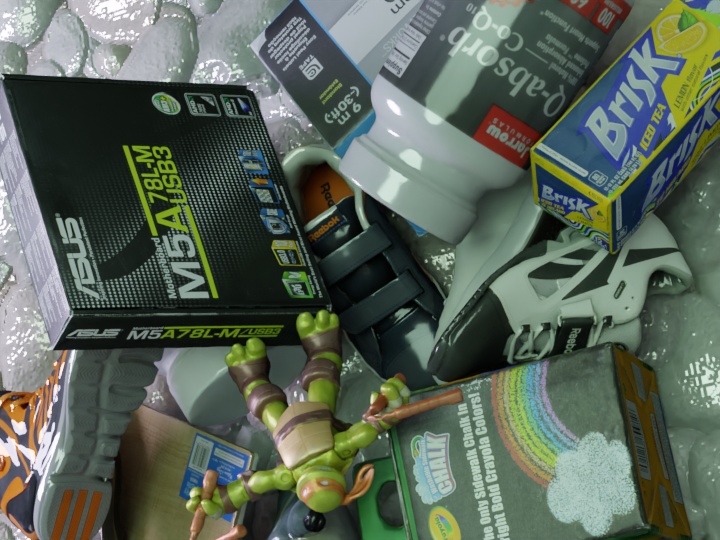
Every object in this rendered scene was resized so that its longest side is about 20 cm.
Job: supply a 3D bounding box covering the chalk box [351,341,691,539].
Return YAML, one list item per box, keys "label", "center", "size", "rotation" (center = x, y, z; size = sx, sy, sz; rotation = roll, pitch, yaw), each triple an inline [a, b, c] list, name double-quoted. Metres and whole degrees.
- label: "chalk box"
  center: [0.095, 0.135, 1.408]
  size: [0.199, 0.124, 0.125]
  rotation: [-15, 75, 18]

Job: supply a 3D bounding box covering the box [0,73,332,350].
- label: "box"
  center: [-0.136, -0.040, 1.454]
  size: [0.048, 0.192, 0.201]
  rotation: [-52, 47, 42]

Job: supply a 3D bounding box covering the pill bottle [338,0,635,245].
- label: "pill bottle"
  center: [0.078, -0.125, 1.394]
  size: [0.116, 0.116, 0.200]
  rotation: [35, 97, 25]

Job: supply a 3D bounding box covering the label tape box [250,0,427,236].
- label: "label tape box"
  center: [0.030, -0.140, 1.502]
  size: [0.143, 0.066, 0.200]
  rotation: [-45, 47, 8]

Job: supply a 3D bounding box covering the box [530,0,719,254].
- label: "box"
  center: [0.197, -0.109, 1.409]
  size: [0.070, 0.064, 0.200]
  rotation: [34, 68, 25]

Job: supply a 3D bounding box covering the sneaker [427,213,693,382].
- label: "sneaker"
  center: [0.135, 0.026, 1.406]
  size: [0.200, 0.074, 0.089]
  rotation: [-33, 72, -24]

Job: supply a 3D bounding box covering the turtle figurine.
- label: "turtle figurine"
  center: [-0.025, 0.097, 1.378]
  size: [0.200, 0.064, 0.162]
  rotation: [-33, 37, 13]

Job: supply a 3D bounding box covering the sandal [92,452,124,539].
- label: "sandal"
  center: [-0.208, 0.168, 1.547]
  size: [0.082, 0.054, 0.201]
  rotation: [-40, 50, 44]

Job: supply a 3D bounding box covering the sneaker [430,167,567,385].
- label: "sneaker"
  center: [0.090, -0.014, 1.483]
  size: [0.084, 0.073, 0.201]
  rotation: [24, 84, 40]

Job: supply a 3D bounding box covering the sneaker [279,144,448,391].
- label: "sneaker"
  center: [0.000, 0.000, 1.507]
  size: [0.078, 0.079, 0.200]
  rotation: [-36, 69, 11]

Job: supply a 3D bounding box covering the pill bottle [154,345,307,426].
- label: "pill bottle"
  center: [-0.125, 0.002, 1.540]
  size: [0.114, 0.114, 0.200]
  rotation: [-37, 67, 12]

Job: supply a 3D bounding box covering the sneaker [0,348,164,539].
- label: "sneaker"
  center: [-0.207, 0.081, 1.483]
  size: [0.112, 0.077, 0.201]
  rotation: [23, 94, 43]

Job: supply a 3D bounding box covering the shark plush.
- label: "shark plush"
  center: [-0.052, 0.168, 1.437]
  size: [0.083, 0.091, 0.200]
  rotation: [-30, 32, 7]

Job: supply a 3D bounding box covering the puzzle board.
- label: "puzzle board"
  center: [-0.132, 0.180, 1.500]
  size: [0.200, 0.017, 0.151]
  rotation: [13, 88, 59]
